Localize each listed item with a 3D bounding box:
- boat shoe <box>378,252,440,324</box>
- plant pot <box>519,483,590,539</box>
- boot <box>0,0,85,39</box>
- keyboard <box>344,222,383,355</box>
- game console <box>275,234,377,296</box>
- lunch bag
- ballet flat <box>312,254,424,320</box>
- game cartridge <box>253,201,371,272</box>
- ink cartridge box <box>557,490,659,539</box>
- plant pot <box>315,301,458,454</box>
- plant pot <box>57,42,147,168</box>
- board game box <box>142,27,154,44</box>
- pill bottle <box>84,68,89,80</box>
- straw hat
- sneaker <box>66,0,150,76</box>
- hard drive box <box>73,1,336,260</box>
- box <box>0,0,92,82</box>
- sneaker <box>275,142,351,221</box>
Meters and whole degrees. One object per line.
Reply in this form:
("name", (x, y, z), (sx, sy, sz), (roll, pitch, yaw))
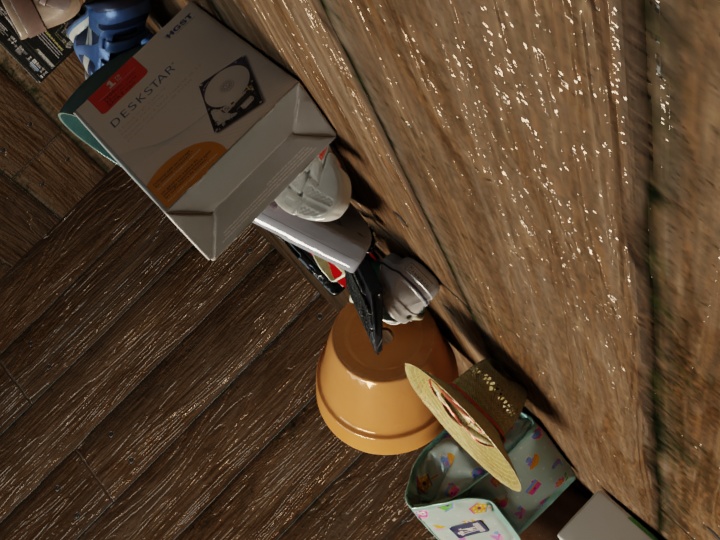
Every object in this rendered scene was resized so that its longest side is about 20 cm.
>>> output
("boat shoe", (0.037, 0.025, 1.168), (0.074, 0.067, 0.200), (46, 175, 4))
("plant pot", (0.310, 0.410, 1.492), (0.198, 0.188, 0.187), (26, 167, 28))
("boot", (-0.335, -0.329, 0.997), (0.200, 0.146, 0.070), (48, 176, -22))
("keyboard", (0.000, 0.000, 1.152), (0.200, 0.020, 0.129), (-119, 28, -70))
("game console", (-0.058, -0.079, 1.433), (0.200, 0.118, 0.173), (47, -154, -6))
("lunch bag", (0.165, 0.280, 1.381), (0.122, 0.200, 0.171), (40, 172, 46))
("ballet flat", (-0.004, 0.003, 1.311), (0.200, 0.069, 0.070), (47, 176, 10))
("game cartridge", (-0.055, -0.061, 1.063), (0.132, 0.041, 0.200), (23, -165, -15))
("ink cartridge box", (0.358, 0.390, 1.303), (0.200, 0.084, 0.146), (48, 175, -28))
("plant pot", (0.033, 0.121, 1.378), (0.200, 0.199, 0.141), (43, 159, 27))
("plant pot", (-0.215, -0.176, 1.171), (0.198, 0.136, 0.200), (28, 171, 5))
("board game box", (-0.218, -0.248, 1.309), (0.200, 0.039, 0.157), (48, 166, -28))
("pill bottle", (-0.329, -0.269, 1.642), (0.113, 0.113, 0.200), (40, 172, 47))
("straw hat", (0.142, 0.148, 1.184), (0.201, 0.085, 0.201), (45, 169, 11))
("sneaker", (-0.277, -0.266, 1.197), (0.199, 0.073, 0.083), (-8, 103, 66))
("hard drive box", (-0.142, -0.129, 0.933), (0.200, 0.156, 0.077), (40, 173, 42))
("box", (-0.384, -0.342, 1.213), (0.086, 0.164, 0.200), (43, 176, 21))
("sneaker", (-0.049, -0.102, 0.983), (0.081, 0.078, 0.200), (20, -163, -40))
